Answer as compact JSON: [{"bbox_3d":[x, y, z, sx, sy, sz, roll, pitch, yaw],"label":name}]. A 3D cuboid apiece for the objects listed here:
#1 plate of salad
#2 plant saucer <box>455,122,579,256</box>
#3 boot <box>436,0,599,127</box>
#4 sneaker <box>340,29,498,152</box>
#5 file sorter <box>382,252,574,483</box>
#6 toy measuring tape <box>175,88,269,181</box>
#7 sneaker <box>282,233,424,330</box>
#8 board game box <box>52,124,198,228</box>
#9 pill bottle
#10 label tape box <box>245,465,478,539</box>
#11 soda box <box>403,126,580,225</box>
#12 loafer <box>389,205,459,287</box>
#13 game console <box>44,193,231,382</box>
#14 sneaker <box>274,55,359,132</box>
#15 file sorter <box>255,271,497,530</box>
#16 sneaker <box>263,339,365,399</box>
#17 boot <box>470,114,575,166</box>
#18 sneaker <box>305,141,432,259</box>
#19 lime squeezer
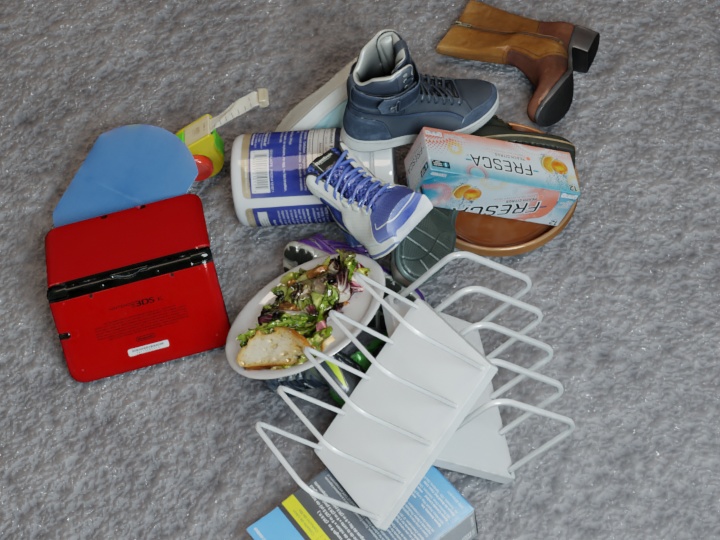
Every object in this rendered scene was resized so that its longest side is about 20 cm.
[{"bbox_3d":[-0.066,0.041,1.482,0.199,0.048,0.201,-22,32,15],"label":"plate of salad"},{"bbox_3d":[0.172,-0.099,1.671,0.198,0.032,0.202,-4,55,6],"label":"plant saucer"},{"bbox_3d":[0.193,-0.280,1.772,0.198,0.069,0.189,18,60,20],"label":"boot"},{"bbox_3d":[0.076,-0.219,1.573,0.200,0.147,0.077,-16,55,-14],"label":"sneaker"},{"bbox_3d":[0.128,0.100,1.440,0.124,0.138,0.201,-41,45,34],"label":"file sorter"},{"bbox_3d":[-0.179,-0.166,1.716,0.199,0.073,0.074,-26,49,27],"label":"toy measuring tape"},{"bbox_3d":[0.000,0.000,1.592,0.199,0.081,0.083,27,42,30],"label":"sneaker"},{"bbox_3d":[-0.294,-0.088,1.705,0.157,0.039,0.201,23,76,22],"label":"board game box"},{"bbox_3d":[-0.055,-0.116,1.660,0.198,0.116,0.117,-3,55,5],"label":"pill bottle"},{"bbox_3d":[0.002,0.275,1.413,0.199,0.064,0.144,-35,57,-16],"label":"label tape box"},{"bbox_3d":[0.155,-0.109,1.575,0.198,0.064,0.069,8,52,-19],"label":"soda box"},{"bbox_3d":[0.073,-0.046,1.578,0.072,0.063,0.201,36,46,-13],"label":"loafer"},{"bbox_3d":[-0.269,0.020,1.620,0.198,0.174,0.119,-15,13,-3],"label":"game console"},{"bbox_3d":[-0.034,-0.188,1.710,0.199,0.082,0.074,-33,24,34],"label":"sneaker"},{"bbox_3d":[0.007,0.126,1.340,0.201,0.124,0.139,-56,41,8],"label":"file sorter"},{"bbox_3d":[-0.062,0.112,1.511,0.081,0.074,0.200,-56,34,-4],"label":"sneaker"},{"bbox_3d":[0.170,-0.184,1.670,0.198,0.078,0.139,3,51,8],"label":"boot"},{"bbox_3d":[-0.006,-0.083,1.516,0.081,0.199,0.115,-46,106,-11],"label":"sneaker"},{"bbox_3d":[0.006,0.120,1.537,0.070,0.038,0.201,13,57,15],"label":"lime squeezer"}]
